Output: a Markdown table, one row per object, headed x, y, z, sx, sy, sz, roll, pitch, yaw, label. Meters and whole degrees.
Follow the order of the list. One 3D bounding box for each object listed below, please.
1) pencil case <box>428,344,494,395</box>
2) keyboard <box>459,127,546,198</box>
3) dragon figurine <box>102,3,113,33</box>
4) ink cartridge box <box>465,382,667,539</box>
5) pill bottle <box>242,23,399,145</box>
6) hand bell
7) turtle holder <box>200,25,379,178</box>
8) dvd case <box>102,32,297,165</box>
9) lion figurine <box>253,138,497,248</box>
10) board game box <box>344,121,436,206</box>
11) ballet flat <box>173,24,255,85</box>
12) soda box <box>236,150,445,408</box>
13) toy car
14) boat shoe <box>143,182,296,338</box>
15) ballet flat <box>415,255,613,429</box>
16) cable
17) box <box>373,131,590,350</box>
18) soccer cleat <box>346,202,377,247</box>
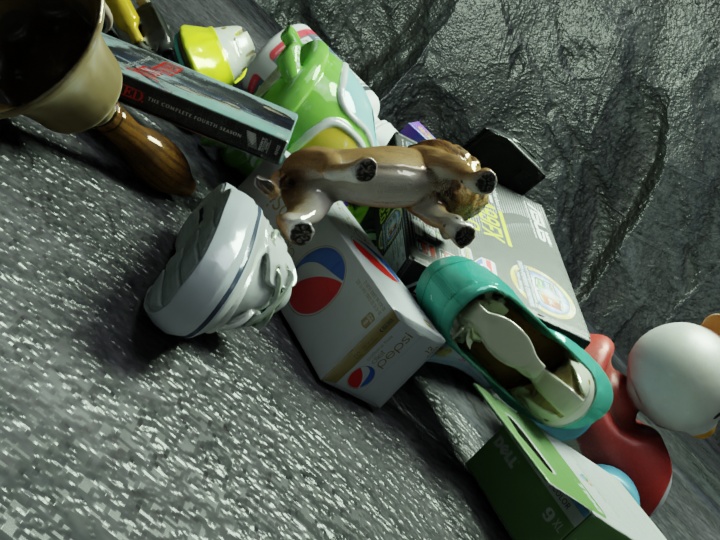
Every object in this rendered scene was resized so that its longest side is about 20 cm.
| x | y | z | sx | sy | sz | roll | pitch | yaw | label |
| --- | --- | --- | --- | --- | --- | --- | --- | --- | --- |
| 0.098 | 0.054 | 0.868 | 0.083 | 0.091 | 0.200 | 16 | -9 | 33 | pencil case |
| 0.089 | -0.041 | 0.890 | 0.127 | 0.200 | 0.021 | 39 | 28 | -26 | keyboard |
| -0.257 | -0.244 | 0.744 | 0.099 | 0.059 | 0.200 | 46 | 12 | 5 | dragon figurine |
| 0.141 | 0.168 | 0.666 | 0.200 | 0.059 | 0.104 | 36 | 13 | -37 | ink cartridge box |
| -0.046 | -0.210 | 1.233 | 0.200 | 0.120 | 0.120 | 47 | 11 | 7 | pill bottle |
| -0.150 | -0.090 | 0.566 | 0.104 | 0.104 | 0.200 | 50 | -1 | 25 | hand bell |
| -0.046 | -0.123 | 0.837 | 0.132 | 0.141 | 0.185 | 40 | -1 | -20 | turtle holder |
| -0.142 | -0.132 | 0.677 | 0.200 | 0.022 | 0.146 | 21 | 15 | -6 | dvd case |
| 0.009 | -0.058 | 0.628 | 0.200 | 0.073 | 0.122 | 9 | 16 | -26 | lion figurine |
| 0.031 | -0.107 | 1.088 | 0.045 | 0.134 | 0.200 | 43 | 11 | -2 | board game box |
| -0.130 | -0.198 | 0.876 | 0.200 | 0.067 | 0.067 | -125 | -167 | -80 | ballet flat |
| -0.025 | -0.001 | 0.665 | 0.064 | 0.068 | 0.200 | 33 | 16 | -45 | soda box |
| 0.266 | 0.121 | 0.836 | 0.177 | 0.200 | 0.184 | 68 | 18 | 5 | toy car |
| -0.064 | -0.003 | 0.515 | 0.067 | 0.074 | 0.200 | 39 | 11 | -13 | boat shoe |
| 0.116 | 0.067 | 0.661 | 0.200 | 0.067 | 0.070 | 39 | 11 | -26 | ballet flat |
| -0.190 | -0.189 | 0.894 | 0.200 | 0.050 | 0.097 | 65 | 3 | 29 | cable |
| 0.090 | -0.019 | 0.768 | 0.160 | 0.044 | 0.200 | 24 | 31 | -17 | box |
| 0.000 | 0.000 | 0.797 | 0.081 | 0.067 | 0.200 | 56 | 9 | -21 | soccer cleat |
